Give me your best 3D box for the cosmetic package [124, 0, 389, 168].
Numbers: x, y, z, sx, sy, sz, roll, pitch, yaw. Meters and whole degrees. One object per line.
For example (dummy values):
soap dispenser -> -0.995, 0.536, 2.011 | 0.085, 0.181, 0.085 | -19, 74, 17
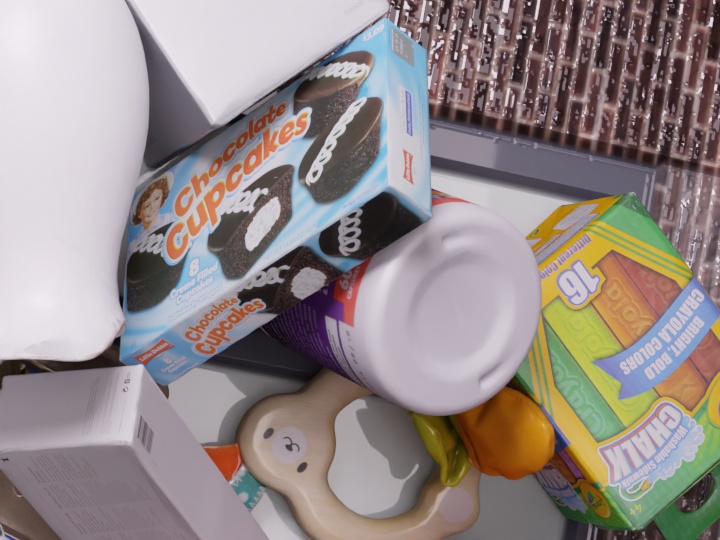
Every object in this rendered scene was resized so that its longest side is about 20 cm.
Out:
cosmetic package -> -0.106, -0.180, 1.254 | 0.123, 0.200, 0.200 | -34, 96, -16

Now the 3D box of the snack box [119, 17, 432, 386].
snack box -> -0.046, -0.034, 1.195 | 0.037, 0.199, 0.117 | 33, 40, -34

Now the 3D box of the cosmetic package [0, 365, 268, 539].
cosmetic package -> -0.119, 0.125, 1.232 | 0.082, 0.200, 0.051 | -7, 54, 17

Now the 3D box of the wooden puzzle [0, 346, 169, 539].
wooden puzzle -> -0.228, 0.110, 1.284 | 0.184, 0.046, 0.201 | 28, 81, -9

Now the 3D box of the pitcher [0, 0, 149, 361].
pitcher -> -0.160, -0.054, 1.161 | 0.120, 0.172, 0.202 | -5, 89, 6

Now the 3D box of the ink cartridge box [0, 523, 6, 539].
ink cartridge box -> -0.260, 0.123, 1.146 | 0.144, 0.084, 0.202 | -21, 116, -15

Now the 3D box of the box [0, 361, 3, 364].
box -> -0.246, 0.016, 1.220 | 0.200, 0.060, 0.117 | -48, 121, -15

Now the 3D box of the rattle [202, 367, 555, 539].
rattle -> -0.010, 0.114, 1.299 | 0.198, 0.143, 0.131 | 3, 105, -20

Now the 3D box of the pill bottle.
pill bottle -> 0.000, 0.000, 1.257 | 0.111, 0.200, 0.113 | -9, 108, -31

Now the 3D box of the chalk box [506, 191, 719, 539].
chalk box -> 0.154, 0.072, 1.345 | 0.125, 0.124, 0.200 | -40, 97, -12
